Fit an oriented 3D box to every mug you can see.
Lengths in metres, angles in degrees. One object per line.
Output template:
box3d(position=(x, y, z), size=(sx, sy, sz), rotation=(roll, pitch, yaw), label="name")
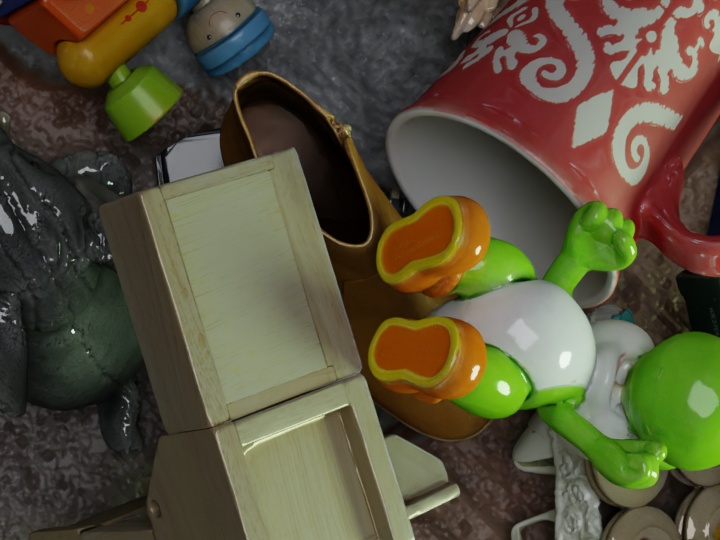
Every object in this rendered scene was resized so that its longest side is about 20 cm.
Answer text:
box3d(position=(0.138, -0.085, 0.994), size=(0.177, 0.133, 0.200), rotation=(39, 68, -2), label="mug")

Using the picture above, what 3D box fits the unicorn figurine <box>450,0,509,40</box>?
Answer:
box3d(position=(0.068, -0.223, 1.026), size=(0.137, 0.074, 0.201), rotation=(-10, 112, -50), label="unicorn figurine")

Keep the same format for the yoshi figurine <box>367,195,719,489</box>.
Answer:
box3d(position=(0.104, 0.039, 0.883), size=(0.200, 0.112, 0.113), rotation=(25, 107, -39), label="yoshi figurine")

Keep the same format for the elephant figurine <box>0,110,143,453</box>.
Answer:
box3d(position=(-0.152, -0.003, 0.909), size=(0.154, 0.200, 0.142), rotation=(15, 82, -8), label="elephant figurine")

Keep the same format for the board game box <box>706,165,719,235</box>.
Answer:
box3d(position=(0.303, -0.090, 1.074), size=(0.198, 0.043, 0.201), rotation=(14, 84, -9), label="board game box")

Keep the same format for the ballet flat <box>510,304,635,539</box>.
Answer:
box3d(position=(0.107, 0.117, 1.015), size=(0.071, 0.072, 0.201), rotation=(1, 83, -10), label="ballet flat")

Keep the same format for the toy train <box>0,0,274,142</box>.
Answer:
box3d(position=(-0.133, -0.108, 0.963), size=(0.116, 0.084, 0.200), rotation=(52, 58, -15), label="toy train")

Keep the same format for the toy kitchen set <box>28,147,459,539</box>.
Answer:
box3d(position=(-0.054, 0.048, 0.916), size=(0.163, 0.200, 0.181), rotation=(-19, 93, -36), label="toy kitchen set")

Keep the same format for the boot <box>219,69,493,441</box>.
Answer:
box3d(position=(0.000, -0.001, 0.942), size=(0.071, 0.144, 0.201), rotation=(-38, 89, -5), label="boot")

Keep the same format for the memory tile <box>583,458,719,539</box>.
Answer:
box3d(position=(0.183, 0.157, 1.011), size=(0.153, 0.017, 0.201), rotation=(-9, 92, -34), label="memory tile")

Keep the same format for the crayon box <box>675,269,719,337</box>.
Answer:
box3d(position=(0.269, 0.035, 1.004), size=(0.199, 0.051, 0.128), rotation=(-16, 95, -17), label="crayon box")

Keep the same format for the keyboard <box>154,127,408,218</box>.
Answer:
box3d(position=(-0.030, 0.022, 1.020), size=(0.126, 0.021, 0.201), rotation=(-8, 87, -4), label="keyboard")
